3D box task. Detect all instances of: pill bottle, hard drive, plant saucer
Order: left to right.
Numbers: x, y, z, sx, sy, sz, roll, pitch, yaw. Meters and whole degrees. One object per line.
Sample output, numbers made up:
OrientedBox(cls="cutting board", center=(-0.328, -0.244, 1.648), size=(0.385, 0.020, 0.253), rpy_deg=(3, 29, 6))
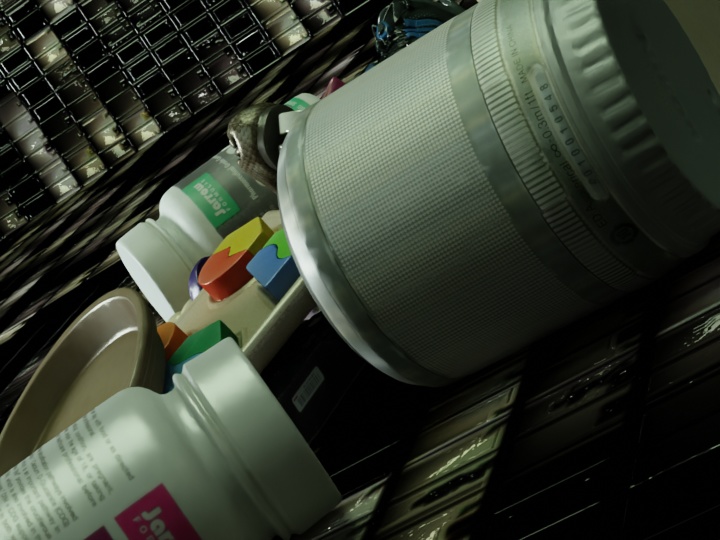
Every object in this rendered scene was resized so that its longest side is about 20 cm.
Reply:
OrientedBox(cls="plant saucer", center=(-0.171, 0.104, 1.035), size=(0.200, 0.029, 0.201), rpy_deg=(-44, 28, 31))
OrientedBox(cls="pill bottle", center=(-0.115, 0.127, 0.829), size=(0.199, 0.114, 0.113), rpy_deg=(-36, 12, -6))
OrientedBox(cls="hard drive", center=(-0.090, 0.097, 1.068), size=(0.199, 0.038, 0.140), rpy_deg=(-27, 14, 30))
OrientedBox(cls="pill bottle", center=(-0.091, -0.043, 1.439), size=(0.199, 0.114, 0.113), rpy_deg=(-38, 12, -13))

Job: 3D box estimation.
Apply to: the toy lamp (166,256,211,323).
OrientedBox(cls="toy lamp", center=(-0.158, 0.070, 1.267), size=(0.200, 0.058, 0.058), rpy_deg=(-40, 7, 31))

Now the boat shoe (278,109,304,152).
OrientedBox(cls="boat shoe", center=(0.046, -0.068, 1.138), size=(0.199, 0.061, 0.072), rpy_deg=(2, -2, -9))

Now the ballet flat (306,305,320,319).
OrientedBox(cls="ballet flat", center=(0.000, 0.000, 1.115), size=(0.199, 0.071, 0.070), rpy_deg=(-22, 35, 59))

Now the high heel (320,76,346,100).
OrientedBox(cls="high heel", center=(-0.066, -0.076, 1.543), size=(0.200, 0.097, 0.067), rpy_deg=(-39, 13, -21))

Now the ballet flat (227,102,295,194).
OrientedBox(cls="ballet flat", center=(-0.032, -0.060, 1.213), size=(0.046, 0.200, 0.068), rpy_deg=(-1, 71, 30))

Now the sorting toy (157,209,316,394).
OrientedBox(cls="sorting toy", center=(-0.081, 0.027, 1.058), size=(0.186, 0.036, 0.200), rpy_deg=(-51, 16, -17))

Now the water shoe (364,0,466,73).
OrientedBox(cls="water shoe", center=(0.031, -0.146, 1.243), size=(0.072, 0.079, 0.200), rpy_deg=(-49, -10, 27))

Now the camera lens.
OrientedBox(cls="camera lens", center=(0.070, -0.046, 0.884), size=(0.199, 0.161, 0.160), rpy_deg=(-29, 13, 27))

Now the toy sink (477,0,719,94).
OrientedBox(cls="toy sink", center=(0.155, -0.181, 1.087), size=(0.130, 0.201, 0.112), rpy_deg=(-41, 14, -27))
